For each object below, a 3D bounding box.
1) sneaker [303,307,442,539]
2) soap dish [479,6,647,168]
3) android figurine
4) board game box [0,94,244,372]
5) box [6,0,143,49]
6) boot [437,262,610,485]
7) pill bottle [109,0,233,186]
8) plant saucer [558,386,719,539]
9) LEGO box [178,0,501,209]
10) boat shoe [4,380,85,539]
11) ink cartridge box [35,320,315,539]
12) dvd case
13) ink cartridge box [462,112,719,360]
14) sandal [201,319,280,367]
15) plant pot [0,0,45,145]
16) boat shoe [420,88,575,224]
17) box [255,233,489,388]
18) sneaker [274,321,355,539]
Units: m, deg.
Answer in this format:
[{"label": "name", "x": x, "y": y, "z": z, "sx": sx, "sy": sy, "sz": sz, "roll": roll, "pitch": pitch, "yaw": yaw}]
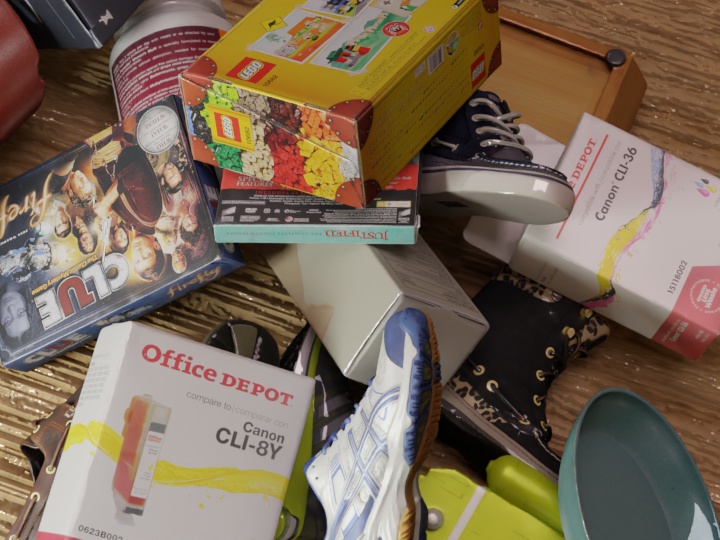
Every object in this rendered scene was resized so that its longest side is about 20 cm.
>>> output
[{"label": "sneaker", "x": 0.003, "y": 0.122, "z": 1.445, "sx": 0.088, "sy": 0.075, "sz": 0.200, "roll": 8, "pitch": 89, "yaw": 17}, {"label": "soap dish", "x": 0.115, "y": -0.133, "z": 1.698, "sx": 0.200, "sy": 0.081, "sz": 0.157, "roll": 21, "pitch": 61, "yaw": 8}, {"label": "android figurine", "x": 0.077, "y": 0.217, "z": 1.492, "sx": 0.200, "sy": 0.041, "sz": 0.182, "roll": 33, "pitch": 84, "yaw": 2}, {"label": "board game box", "x": -0.194, "y": -0.026, "z": 1.572, "sx": 0.200, "sy": 0.035, "sz": 0.136, "roll": -26, "pitch": 70, "yaw": 20}, {"label": "box", "x": -0.269, "y": -0.258, "z": 1.650, "sx": 0.200, "sy": 0.148, "sz": 0.104, "roll": 7, "pitch": 51, "yaw": 44}, {"label": "boot", "x": 0.132, "y": 0.088, "z": 1.584, "sx": 0.200, "sy": 0.073, "sz": 0.151, "roll": 37, "pitch": 64, "yaw": 21}, {"label": "pill bottle", "x": -0.137, "y": -0.133, "z": 1.663, "sx": 0.109, "sy": 0.110, "sz": 0.200, "roll": -9, "pitch": 62, "yaw": -9}, {"label": "plant saucer", "x": 0.193, "y": 0.182, "z": 1.498, "sx": 0.036, "sy": 0.200, "sz": 0.200, "roll": -24, "pitch": 55, "yaw": 32}, {"label": "LEGO box", "x": -0.011, "y": -0.145, "z": 1.534, "sx": 0.149, "sy": 0.077, "sz": 0.200, "roll": 18, "pitch": 44, "yaw": 28}, {"label": "boat shoe", "x": -0.211, "y": 0.135, "z": 1.528, "sx": 0.070, "sy": 0.070, "sz": 0.200, "roll": 15, "pitch": 61, "yaw": -1}, {"label": "ink cartridge box", "x": -0.131, "y": 0.148, "z": 1.462, "sx": 0.145, "sy": 0.083, "sz": 0.200, "roll": 19, "pitch": 78, "yaw": -18}, {"label": "dvd case", "x": -0.025, "y": -0.092, "z": 1.558, "sx": 0.146, "sy": 0.022, "sz": 0.200, "roll": 0, "pitch": 44, "yaw": 4}, {"label": "ink cartridge box", "x": 0.189, "y": -0.034, "z": 1.576, "sx": 0.200, "sy": 0.068, "sz": 0.117, "roll": 26, "pitch": 69, "yaw": 3}, {"label": "sandal", "x": -0.121, "y": 0.129, "z": 1.546, "sx": 0.080, "sy": 0.057, "sz": 0.201, "roll": 36, "pitch": 69, "yaw": -13}, {"label": "plant pot", "x": -0.357, "y": -0.127, "z": 1.607, "sx": 0.201, "sy": 0.201, "sz": 0.195, "roll": 36, "pitch": 56, "yaw": 15}, {"label": "boat shoe", "x": 0.093, "y": -0.089, "z": 1.548, "sx": 0.075, "sy": 0.200, "sz": 0.093, "roll": 24, "pitch": 81, "yaw": -33}, {"label": "box", "x": 0.000, "y": 0.000, "z": 1.557, "sx": 0.095, "sy": 0.078, "sz": 0.200, "roll": 22, "pitch": 22, "yaw": -38}, {"label": "sneaker", "x": -0.027, "y": 0.116, "z": 1.564, "sx": 0.081, "sy": 0.074, "sz": 0.200, "roll": 18, "pitch": 59, "yaw": -16}]
